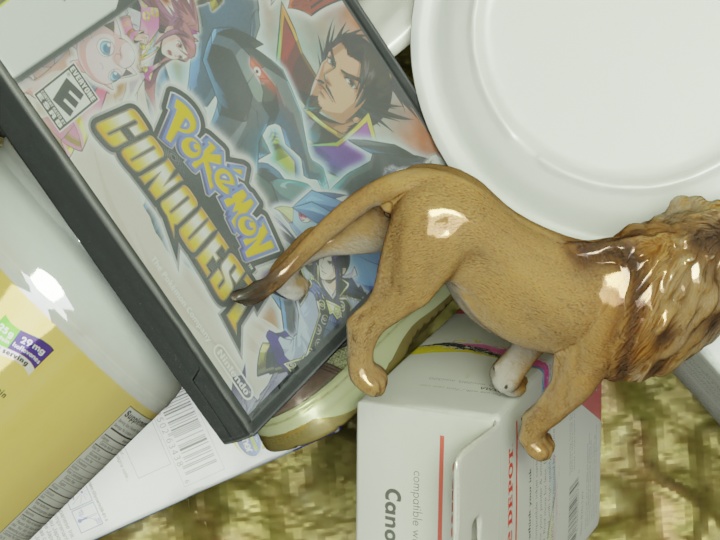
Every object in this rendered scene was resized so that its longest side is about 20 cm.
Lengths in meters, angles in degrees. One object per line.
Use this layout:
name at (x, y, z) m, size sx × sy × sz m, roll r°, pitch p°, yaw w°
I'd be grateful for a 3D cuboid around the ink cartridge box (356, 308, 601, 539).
ink cartridge box at (0.049, 0.094, 1.112) m, size 0.067 × 0.200 × 0.117 m, roll 6°, pitch 108°, yaw 20°

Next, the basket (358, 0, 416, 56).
basket at (-0.003, -0.177, 1.156) m, size 0.200 × 0.123 × 0.136 m, roll -39°, pitch 98°, yaw -1°

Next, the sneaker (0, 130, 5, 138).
sneaker at (-0.163, -0.105, 1.167) m, size 0.200 × 0.076 × 0.077 m, roll 22°, pitch 96°, yaw -9°

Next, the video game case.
video game case at (-0.053, -0.061, 1.033) m, size 0.200 × 0.025 × 0.181 m, roll 56°, pitch 50°, yaw -12°

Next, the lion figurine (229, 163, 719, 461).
lion figurine at (0.060, 0.002, 0.994) m, size 0.200 × 0.073 × 0.123 m, roll 18°, pitch 125°, yaw -29°

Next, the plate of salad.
plate of salad at (0.121, -0.102, 1.079) m, size 0.199 × 0.048 × 0.201 m, roll -2°, pitch 82°, yaw 12°

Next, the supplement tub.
supplement tub at (-0.166, 0.039, 1.070) m, size 0.200 × 0.145 × 0.145 m, roll -45°, pitch 98°, yaw -1°

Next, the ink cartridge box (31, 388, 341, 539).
ink cartridge box at (-0.098, 0.040, 1.186) m, size 0.200 × 0.076 × 0.137 m, roll -24°, pitch 96°, yaw -2°

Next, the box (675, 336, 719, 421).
box at (0.214, 0.037, 1.151) m, size 0.106 × 0.200 × 0.152 m, roll -43°, pitch 98°, yaw 0°

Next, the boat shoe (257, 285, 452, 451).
boat shoe at (-0.001, 0.001, 1.145) m, size 0.072 × 0.201 × 0.066 m, roll -13°, pitch 118°, yaw 36°
